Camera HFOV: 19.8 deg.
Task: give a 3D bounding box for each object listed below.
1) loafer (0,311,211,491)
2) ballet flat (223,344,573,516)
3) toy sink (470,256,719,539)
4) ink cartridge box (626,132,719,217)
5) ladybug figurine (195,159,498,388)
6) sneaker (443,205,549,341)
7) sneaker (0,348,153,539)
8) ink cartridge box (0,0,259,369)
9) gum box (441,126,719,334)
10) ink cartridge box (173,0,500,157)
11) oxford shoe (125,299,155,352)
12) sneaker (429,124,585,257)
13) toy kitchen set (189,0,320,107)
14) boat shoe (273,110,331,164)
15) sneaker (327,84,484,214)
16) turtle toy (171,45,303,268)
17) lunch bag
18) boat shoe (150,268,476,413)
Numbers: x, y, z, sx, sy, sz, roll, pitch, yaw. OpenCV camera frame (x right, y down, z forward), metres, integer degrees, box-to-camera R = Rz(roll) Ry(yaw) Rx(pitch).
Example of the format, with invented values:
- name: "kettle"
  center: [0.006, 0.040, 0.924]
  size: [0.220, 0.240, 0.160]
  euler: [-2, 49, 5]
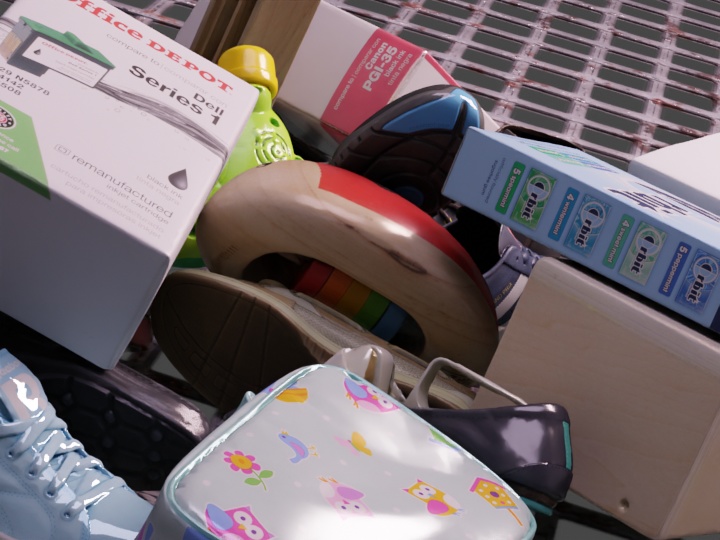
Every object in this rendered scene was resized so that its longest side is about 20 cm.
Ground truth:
- name: "loafer"
  center: [-0.161, 0.057, 1.073]
  size: [0.199, 0.069, 0.070]
  euler: [19, 31, 18]
- name: "ballet flat"
  center: [0.022, 0.077, 1.086]
  size: [0.199, 0.074, 0.073]
  euler: [10, 19, 27]
- name: "toy sink"
  center: [0.171, 0.074, 1.152]
  size: [0.130, 0.113, 0.200]
  euler: [30, 12, 29]
- name: "ink cartridge box"
  center: [0.266, 0.019, 1.311]
  size: [0.199, 0.146, 0.144]
  euler: [29, 28, 32]
- name: "ladybug figurine"
  center: [0.000, 0.000, 1.196]
  size: [0.199, 0.136, 0.072]
  euler: [33, 54, -16]
- name: "sneaker"
  center: [0.094, -0.001, 1.331]
  size: [0.199, 0.085, 0.075]
  euler: [-6, 30, -40]
- name: "sneaker"
  center: [-0.169, 0.086, 0.986]
  size: [0.199, 0.082, 0.074]
  euler: [22, 25, 14]
- name: "ink cartridge box"
  center: [-0.151, -0.060, 1.084]
  size: [0.145, 0.085, 0.200]
  euler: [29, 31, -6]
- name: "gum box"
  center: [0.167, -0.016, 1.156]
  size: [0.199, 0.045, 0.170]
  euler: [27, 10, 24]
- name: "ink cartridge box"
  center: [-0.017, -0.134, 1.494]
  size: [0.199, 0.083, 0.146]
  euler: [31, -3, 33]
- name: "oxford shoe"
  center: [-0.192, -0.015, 1.131]
  size: [0.070, 0.075, 0.199]
  euler: [0, -18, 43]
- name: "sneaker"
  center: [0.057, -0.045, 1.381]
  size: [0.199, 0.107, 0.075]
  euler: [-3, 29, -36]
- name: "toy kitchen set"
  center: [-0.167, -0.166, 1.387]
  size: [0.199, 0.181, 0.163]
  euler: [17, 22, -26]
- name: "boat shoe"
  center: [-0.075, -0.089, 1.464]
  size: [0.068, 0.057, 0.200]
  euler: [-3, 29, -35]
- name: "sneaker"
  center: [0.010, -0.062, 1.247]
  size: [0.073, 0.200, 0.082]
  euler: [29, 49, -16]
- name: "turtle toy"
  center: [-0.130, -0.059, 1.292]
  size: [0.198, 0.101, 0.147]
  euler: [0, 65, -7]
- name: "lunch bag"
  center: [-0.015, 0.128, 0.964]
  size: [0.160, 0.077, 0.200]
  euler: [32, 25, 11]
- name: "boat shoe"
  center: [-0.023, 0.054, 1.161]
  size: [0.199, 0.074, 0.063]
  euler: [22, 20, 9]
